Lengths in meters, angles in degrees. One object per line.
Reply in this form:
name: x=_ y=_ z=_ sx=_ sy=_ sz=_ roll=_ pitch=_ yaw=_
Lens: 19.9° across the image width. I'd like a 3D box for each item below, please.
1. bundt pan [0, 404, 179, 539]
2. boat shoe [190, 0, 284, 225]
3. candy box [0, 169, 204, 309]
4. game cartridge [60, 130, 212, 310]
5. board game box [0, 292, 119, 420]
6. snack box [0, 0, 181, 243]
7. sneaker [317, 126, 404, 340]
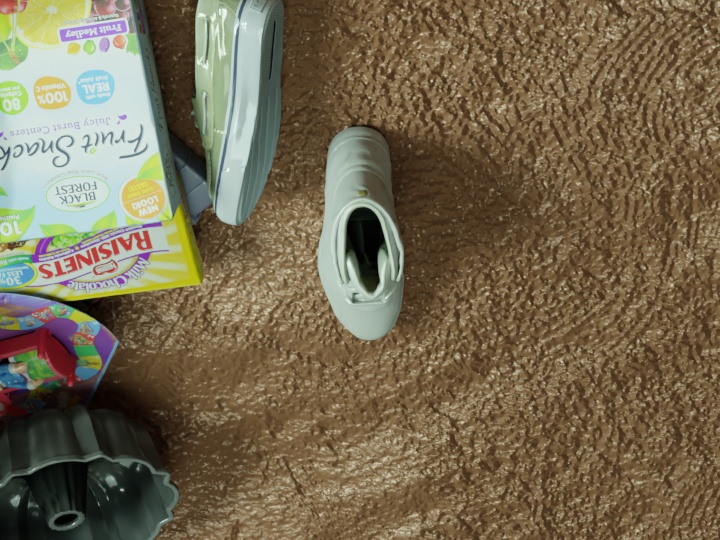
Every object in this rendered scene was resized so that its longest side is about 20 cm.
bundt pan: x=-0.261 y=0.186 z=1.779 sx=0.200 sy=0.076 sz=0.203 roll=-12 pitch=145 yaw=-9
boat shoe: x=-0.099 y=-0.130 z=1.587 sx=0.062 sy=0.072 sz=0.202 roll=18 pitch=122 yaw=14
candy box: x=-0.232 y=-0.021 z=1.645 sx=0.198 sy=0.027 sz=0.103 roll=-8 pitch=130 yaw=6
game cartridge: x=-0.222 y=-0.048 z=1.661 sx=0.199 sy=0.039 sz=0.130 roll=-36 pitch=114 yaw=24
board game box: x=-0.294 y=0.091 z=1.720 sx=0.157 sy=0.039 sz=0.200 roll=12 pitch=144 yaw=-17
snack box: x=-0.223 y=-0.131 z=1.552 sx=0.141 sy=0.053 sz=0.202 roll=-7 pitch=109 yaw=7
sneaker: x=0.000 y=0.000 z=1.643 sx=0.073 sy=0.116 sz=0.201 roll=-5 pitch=128 yaw=2
